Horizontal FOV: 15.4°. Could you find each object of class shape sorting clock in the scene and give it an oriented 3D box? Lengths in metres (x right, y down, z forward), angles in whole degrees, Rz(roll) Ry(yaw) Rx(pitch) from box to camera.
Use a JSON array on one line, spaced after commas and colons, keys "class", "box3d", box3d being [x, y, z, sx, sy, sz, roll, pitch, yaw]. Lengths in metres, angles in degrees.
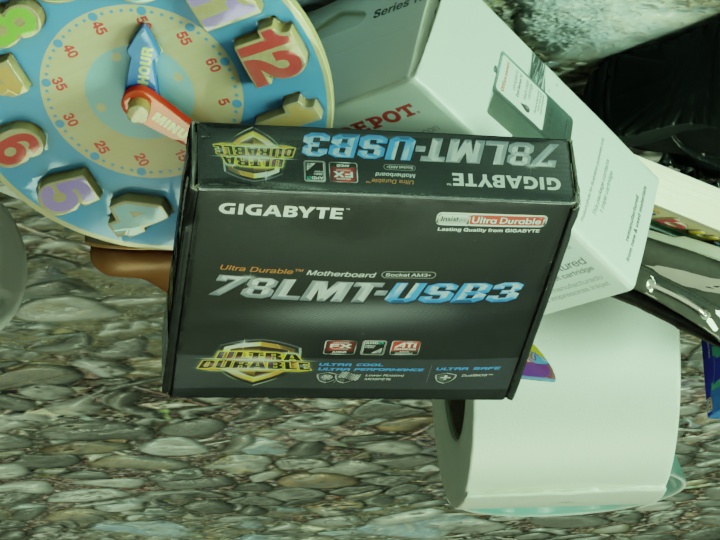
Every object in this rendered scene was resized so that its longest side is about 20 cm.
[{"class": "shape sorting clock", "box3d": [-0.113, -0.091, 1.368, 0.200, 0.039, 0.200, 2, 125, 3]}]

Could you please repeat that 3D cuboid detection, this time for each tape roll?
[{"class": "tape roll", "box3d": [0.129, 0.060, 1.806, 0.139, 0.203, 0.203, -2, 164, -7]}]

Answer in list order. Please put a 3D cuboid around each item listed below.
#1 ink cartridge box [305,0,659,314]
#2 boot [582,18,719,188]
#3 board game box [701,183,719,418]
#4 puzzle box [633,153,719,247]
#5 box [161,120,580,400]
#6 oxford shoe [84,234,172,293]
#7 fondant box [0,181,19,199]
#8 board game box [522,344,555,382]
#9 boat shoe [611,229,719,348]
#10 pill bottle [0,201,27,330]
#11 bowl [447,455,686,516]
[{"class": "ink cartridge box", "box3d": [0.045, -0.060, 1.460, 0.147, 0.083, 0.200, -17, 133, 40]}, {"class": "boot", "box3d": [0.244, -0.091, 1.537, 0.162, 0.073, 0.198, 15, 163, -41]}, {"class": "board game box", "box3d": [0.271, 0.000, 1.709, 0.045, 0.152, 0.200, 2, 162, -14]}, {"class": "puzzle box", "box3d": [0.147, -0.049, 1.604, 0.200, 0.025, 0.133, 20, 171, -24]}, {"class": "box", "box3d": [0.000, 0.000, 1.404, 0.200, 0.050, 0.199, 2, 148, -9]}, {"class": "oxford shoe", "box3d": [-0.085, 0.014, 1.613, 0.200, 0.071, 0.071, 14, 180, -40]}, {"class": "fondant box", "box3d": [-0.103, -0.066, 1.588, 0.144, 0.058, 0.200, -13, 160, 28]}, {"class": "board game box", "box3d": [0.039, 0.007, 1.607, 0.158, 0.039, 0.200, 37, -162, 33]}, {"class": "boat shoe", "box3d": [0.140, -0.005, 1.618, 0.200, 0.057, 0.067, 16, 172, 7]}, {"class": "pill bottle", "box3d": [-0.315, 0.014, 1.721, 0.113, 0.113, 0.200, 12, 158, -41]}, {"class": "bowl", "box3d": [0.171, 0.139, 2.246, 0.201, 0.105, 0.201, -2, 163, -1]}]
